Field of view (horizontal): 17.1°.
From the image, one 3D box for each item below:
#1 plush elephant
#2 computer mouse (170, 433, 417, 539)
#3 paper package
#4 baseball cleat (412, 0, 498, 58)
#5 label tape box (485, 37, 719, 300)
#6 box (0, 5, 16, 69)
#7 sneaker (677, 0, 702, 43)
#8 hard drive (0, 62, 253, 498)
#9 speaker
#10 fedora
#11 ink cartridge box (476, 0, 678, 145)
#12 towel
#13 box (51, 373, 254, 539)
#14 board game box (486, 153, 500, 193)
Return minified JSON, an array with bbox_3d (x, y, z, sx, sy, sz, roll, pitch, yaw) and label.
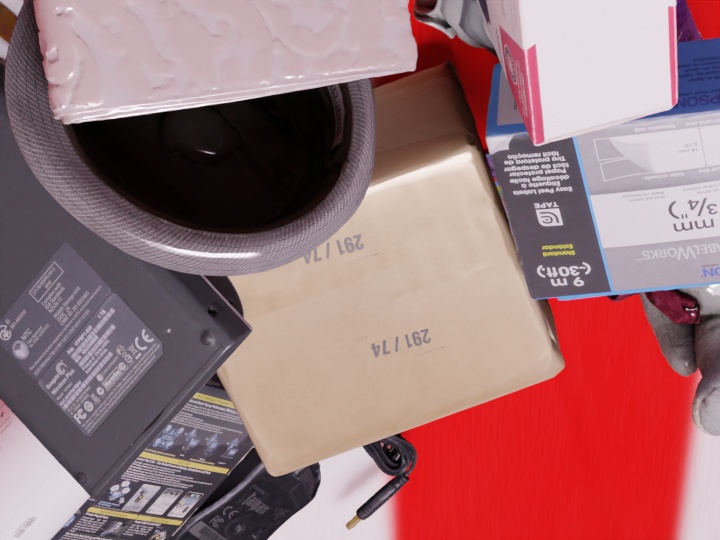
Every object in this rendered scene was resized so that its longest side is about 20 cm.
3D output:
[{"bbox_3d":[0.179,-0.021,1.536,0.154,0.201,0.166,7,125,-1],"label":"plush elephant"},{"bbox_3d":[-0.056,0.161,1.719,0.200,0.046,0.140,-45,134,10],"label":"computer mouse"},{"bbox_3d":[0.000,0.000,1.450,0.199,0.104,0.191,-20,123,5],"label":"paper package"},{"bbox_3d":[0.093,-0.151,1.401,0.070,0.106,0.200,-67,161,-1],"label":"baseball cleat"},{"bbox_3d":[0.162,-0.034,1.363,0.143,0.064,0.201,-6,136,14],"label":"label tape box"},{"bbox_3d":[-0.206,-0.074,1.360,0.119,0.042,0.200,-33,144,13],"label":"box"},{"bbox_3d":[0.182,-0.113,1.389,0.081,0.088,0.200,-56,161,-16],"label":"sneaker"},{"bbox_3d":[-0.170,0.007,1.299,0.140,0.200,0.033,-46,174,30],"label":"hard drive"},{"bbox_3d":[-0.153,0.069,1.376,0.081,0.082,0.200,16,129,-39],"label":"speaker"},{"bbox_3d":[-0.091,-0.083,1.241,0.199,0.178,0.090,19,166,-13],"label":"fedora"},{"bbox_3d":[0.093,-0.191,1.235,0.084,0.201,0.145,-16,143,-3],"label":"ink cartridge box"},{"bbox_3d":[-0.076,-0.183,1.190,0.190,0.202,0.032,-8,179,-19],"label":"towel"},{"bbox_3d":[-0.159,0.119,1.551,0.161,0.049,0.200,-47,151,13],"label":"box"},{"bbox_3d":[0.026,0.002,1.566,0.198,0.039,0.159,-12,141,-12],"label":"board game box"}]
